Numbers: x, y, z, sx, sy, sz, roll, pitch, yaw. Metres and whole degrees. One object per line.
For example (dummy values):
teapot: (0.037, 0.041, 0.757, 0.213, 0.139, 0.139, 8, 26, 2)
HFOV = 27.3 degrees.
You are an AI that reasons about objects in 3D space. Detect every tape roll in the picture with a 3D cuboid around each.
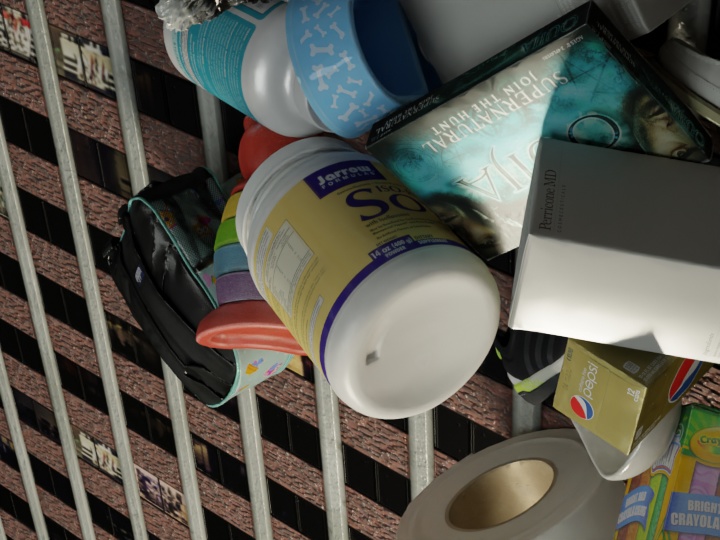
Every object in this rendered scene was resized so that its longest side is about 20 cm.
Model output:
tape roll: (0.132, 0.217, 1.258, 0.201, 0.202, 0.071, -8, 115, 49)

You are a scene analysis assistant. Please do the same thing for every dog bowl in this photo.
dog bowl: (0.018, -0.161, 1.089, 0.049, 0.199, 0.113, -18, 89, 28)

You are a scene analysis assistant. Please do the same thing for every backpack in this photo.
backpack: (-0.136, 0.020, 1.418, 0.201, 0.152, 0.176, 61, 148, 15)

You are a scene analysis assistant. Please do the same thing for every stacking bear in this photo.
stacking bear: (-0.074, -0.038, 1.294, 0.114, 0.120, 0.203, 128, 146, -73)

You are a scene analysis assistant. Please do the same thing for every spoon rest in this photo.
spoon rest: (0.192, 0.105, 1.113, 0.060, 0.100, 0.200, 21, 176, -1)

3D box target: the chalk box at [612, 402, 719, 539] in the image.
chalk box: (0.266, 0.170, 1.082, 0.122, 0.202, 0.124, 17, 167, -2)

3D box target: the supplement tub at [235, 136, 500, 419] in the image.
supplement tub: (0.000, 0.000, 1.129, 0.200, 0.144, 0.147, 49, 150, 44)

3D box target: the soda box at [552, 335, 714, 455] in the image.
soda box: (0.216, 0.034, 1.015, 0.064, 0.200, 0.068, 31, 138, 26)

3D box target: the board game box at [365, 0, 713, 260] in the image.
board game box: (0.118, -0.087, 0.998, 0.135, 0.028, 0.199, 41, 136, -25)

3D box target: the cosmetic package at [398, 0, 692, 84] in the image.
cosmetic package: (0.127, -0.195, 1.024, 0.199, 0.090, 0.108, -12, 110, 54)

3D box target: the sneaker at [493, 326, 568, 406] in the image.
sneaker: (0.156, 0.044, 1.192, 0.083, 0.071, 0.200, 52, 148, 10)

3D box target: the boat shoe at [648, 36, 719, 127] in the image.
boat shoe: (0.276, -0.109, 0.952, 0.199, 0.074, 0.069, 37, 113, 33)

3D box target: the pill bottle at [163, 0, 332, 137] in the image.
pill bottle: (-0.069, -0.176, 1.193, 0.200, 0.110, 0.112, 35, 143, 47)

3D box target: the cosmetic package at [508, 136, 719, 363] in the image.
cosmetic package: (0.200, -0.008, 0.946, 0.197, 0.108, 0.085, 10, 132, 2)

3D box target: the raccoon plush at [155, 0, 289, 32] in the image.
raccoon plush: (-0.069, -0.266, 1.100, 0.097, 0.199, 0.135, 41, 155, 45)
